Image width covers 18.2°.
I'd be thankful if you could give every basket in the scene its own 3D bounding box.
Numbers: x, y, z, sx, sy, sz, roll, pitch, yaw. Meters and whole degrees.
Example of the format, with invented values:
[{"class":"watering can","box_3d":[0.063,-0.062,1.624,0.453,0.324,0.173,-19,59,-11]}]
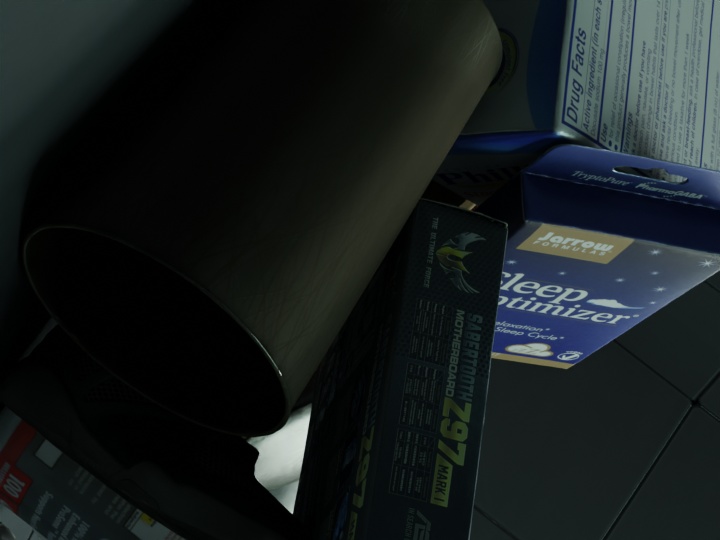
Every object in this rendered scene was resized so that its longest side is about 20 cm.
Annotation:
[{"class":"basket","box_3d":[-0.036,-0.048,0.991,0.200,0.136,0.180,-55,-176,-22]}]

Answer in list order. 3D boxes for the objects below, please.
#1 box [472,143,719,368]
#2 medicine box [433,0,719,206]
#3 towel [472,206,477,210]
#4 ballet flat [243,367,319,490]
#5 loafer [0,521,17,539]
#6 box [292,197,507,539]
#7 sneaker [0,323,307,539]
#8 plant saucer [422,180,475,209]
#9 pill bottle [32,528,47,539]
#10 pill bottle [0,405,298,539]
[{"class":"box","box_3d":[0.100,-0.002,1.123,0.200,0.121,0.033,138,-44,-55]},{"class":"medicine box","box_3d":[0.118,-0.117,1.146,0.200,0.103,0.183,27,65,-48]},{"class":"towel","box_3d":[0.022,0.028,1.420,0.200,0.030,0.146,-35,-154,9]},{"class":"ballet flat","box_3d":[-0.016,0.061,1.195,0.200,0.057,0.067,-31,149,-43]},{"class":"loafer","box_3d":[-0.253,0.234,1.307,0.201,0.070,0.068,-53,176,10]},{"class":"box","box_3d":[0.011,0.090,1.037,0.158,0.051,0.201,121,-19,-57]},{"class":"sneaker","box_3d":[-0.081,0.064,1.076,0.114,0.199,0.076,-52,137,-7]},{"class":"plant saucer","box_3d":[0.000,0.000,1.213,0.200,0.029,0.200,-43,177,-3]},{"class":"pill bottle","box_3d":[-0.115,0.092,1.370,0.200,0.109,0.109,-53,175,14]},{"class":"pill bottle","box_3d":[-0.099,0.127,1.212,0.116,0.200,0.116,-52,175,-7]}]
